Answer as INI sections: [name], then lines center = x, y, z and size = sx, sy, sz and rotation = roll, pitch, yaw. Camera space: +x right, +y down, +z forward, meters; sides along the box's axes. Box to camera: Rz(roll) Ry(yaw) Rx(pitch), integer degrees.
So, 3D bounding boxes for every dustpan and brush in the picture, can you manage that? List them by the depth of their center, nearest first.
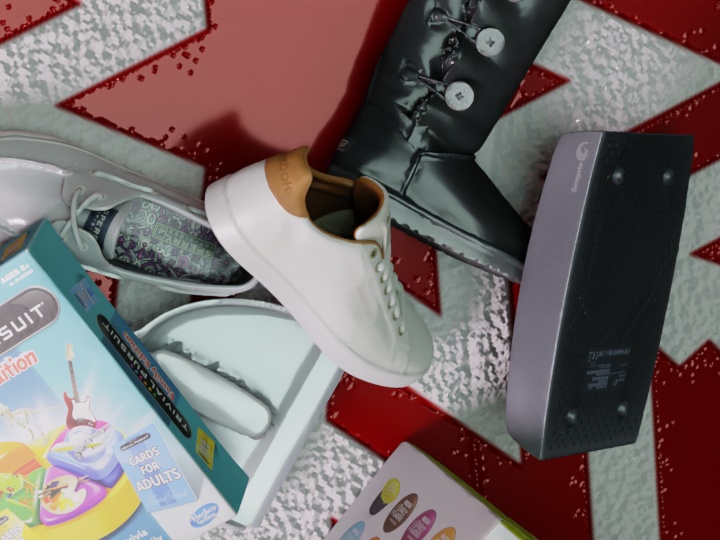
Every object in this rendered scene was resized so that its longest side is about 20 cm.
[dustpan and brush]
center = -0.117, 0.059, 1.382
size = 0.200, 0.057, 0.140
rotation = 29, 92, -8

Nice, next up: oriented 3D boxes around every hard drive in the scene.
[hard drive]
center = 0.145, 0.011, 1.420
size = 0.135, 0.042, 0.201
rotation = -3, 105, -55

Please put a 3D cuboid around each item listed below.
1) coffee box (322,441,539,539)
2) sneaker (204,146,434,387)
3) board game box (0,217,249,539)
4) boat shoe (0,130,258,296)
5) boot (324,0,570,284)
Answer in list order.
[coffee box]
center = 0.063, 0.254, 1.392
size = 0.200, 0.200, 0.198
rotation = 40, 88, -17
[sneaker]
center = 0.000, 0.000, 1.363
size = 0.085, 0.073, 0.200
rotation = -28, 135, 22
[board game box]
center = -0.185, 0.092, 1.347
size = 0.151, 0.047, 0.200
rotation = -31, 108, 19
[boat shoe]
center = -0.150, -0.027, 1.353
size = 0.200, 0.069, 0.072
rotation = 24, 91, -18
[boot]
center = 0.086, -0.106, 1.411
size = 0.165, 0.066, 0.200
rotation = 26, 88, -19
